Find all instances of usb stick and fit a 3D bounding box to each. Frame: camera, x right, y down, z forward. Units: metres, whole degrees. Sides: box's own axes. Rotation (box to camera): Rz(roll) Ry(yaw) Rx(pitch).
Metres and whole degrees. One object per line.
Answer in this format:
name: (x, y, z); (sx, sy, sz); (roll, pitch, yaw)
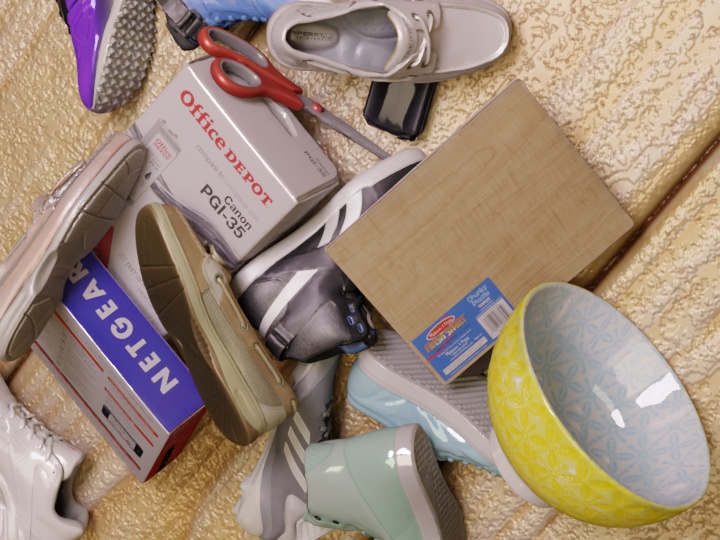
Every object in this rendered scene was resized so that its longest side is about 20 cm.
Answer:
usb stick: (0.051, -0.207, 1.087); (0.055, 0.033, 0.203); (20, 104, 16)

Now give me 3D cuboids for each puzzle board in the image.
puzzle board: (0.093, -0.028, 1.045); (0.199, 0.017, 0.151); (-41, 105, 7)

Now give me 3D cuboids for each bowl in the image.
bowl: (0.162, 0.121, 1.026); (0.201, 0.200, 0.108); (49, 123, 5)

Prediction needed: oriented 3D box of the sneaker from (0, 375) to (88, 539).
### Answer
sneaker: (-0.307, 0.166, 1.244); (0.098, 0.078, 0.203); (-18, 102, 13)

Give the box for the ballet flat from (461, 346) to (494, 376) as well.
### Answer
ballet flat: (0.112, -0.011, 1.091); (0.046, 0.067, 0.203); (35, 114, 51)

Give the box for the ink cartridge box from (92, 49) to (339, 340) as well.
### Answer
ink cartridge box: (-0.137, -0.061, 1.103); (0.200, 0.083, 0.147); (-42, 85, 29)

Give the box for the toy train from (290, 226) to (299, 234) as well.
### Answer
toy train: (-0.078, -0.042, 1.152); (0.199, 0.034, 0.046); (38, 105, 9)

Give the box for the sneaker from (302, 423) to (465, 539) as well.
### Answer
sneaker: (0.018, 0.212, 1.120); (0.116, 0.074, 0.202); (-7, 122, 20)

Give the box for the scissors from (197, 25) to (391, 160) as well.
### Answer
scissors: (-0.046, -0.142, 1.093); (0.014, 0.198, 0.074); (-48, 38, 30)

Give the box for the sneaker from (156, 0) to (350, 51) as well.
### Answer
sneaker: (-0.098, -0.218, 1.110); (0.199, 0.077, 0.112); (36, 106, 9)

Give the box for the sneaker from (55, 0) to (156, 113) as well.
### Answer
sneaker: (-0.234, -0.241, 1.160); (0.098, 0.069, 0.203); (11, 97, 23)

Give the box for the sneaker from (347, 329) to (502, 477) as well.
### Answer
sneaker: (0.076, 0.131, 1.119); (0.199, 0.074, 0.083); (35, 128, 11)

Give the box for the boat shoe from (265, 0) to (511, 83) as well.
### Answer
boat shoe: (0.028, -0.177, 1.033); (0.197, 0.069, 0.072); (-5, 104, -10)

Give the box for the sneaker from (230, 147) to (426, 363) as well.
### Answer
sneaker: (0.000, 0.000, 1.090); (0.199, 0.073, 0.112); (-38, 77, -2)

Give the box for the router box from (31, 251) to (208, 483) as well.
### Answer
router box: (-0.221, 0.074, 1.150); (0.049, 0.180, 0.201); (-38, 84, -26)

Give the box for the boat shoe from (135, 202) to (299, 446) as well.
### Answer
boat shoe: (-0.113, 0.035, 1.050); (0.073, 0.063, 0.203); (-19, 99, 59)

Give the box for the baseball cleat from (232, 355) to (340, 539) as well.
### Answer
baseball cleat: (-0.038, 0.155, 1.160); (0.105, 0.070, 0.202); (27, 115, 5)

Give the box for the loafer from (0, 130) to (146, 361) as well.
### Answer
loafer: (-0.244, -0.029, 1.039); (0.062, 0.072, 0.202); (31, 87, 11)
